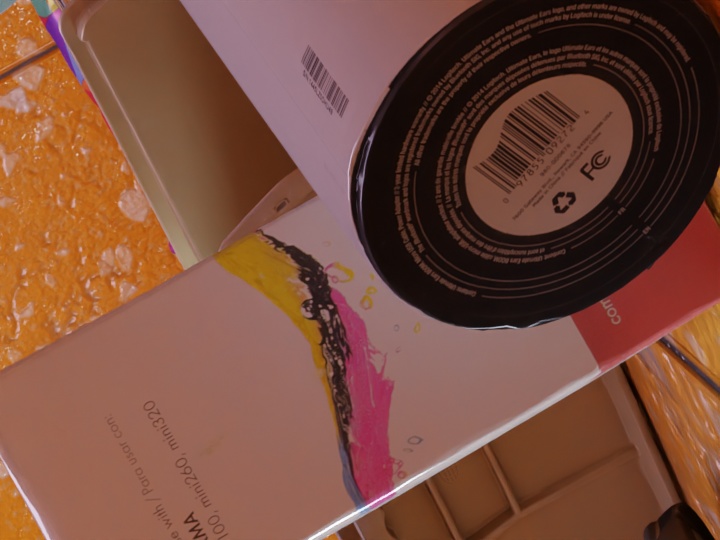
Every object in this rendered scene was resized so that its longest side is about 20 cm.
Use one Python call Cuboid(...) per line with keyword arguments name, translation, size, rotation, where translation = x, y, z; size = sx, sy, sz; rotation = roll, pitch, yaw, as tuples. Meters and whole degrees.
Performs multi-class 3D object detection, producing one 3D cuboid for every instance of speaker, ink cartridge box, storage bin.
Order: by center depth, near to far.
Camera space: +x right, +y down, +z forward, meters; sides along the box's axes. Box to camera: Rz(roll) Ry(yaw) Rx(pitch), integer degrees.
Cuboid(name="speaker", translation=(-0.003, -0.074, 0.593), size=(0.200, 0.081, 0.081), rotation=(55, 173, 49))
Cuboid(name="ink cartridge box", translation=(-0.020, 0.029, 0.647), size=(0.068, 0.200, 0.116), rotation=(60, 175, 4))
Cuboid(name="storage bin", translation=(0.000, 0.000, 0.890), size=(0.199, 0.094, 0.200), rotation=(63, 175, -30))

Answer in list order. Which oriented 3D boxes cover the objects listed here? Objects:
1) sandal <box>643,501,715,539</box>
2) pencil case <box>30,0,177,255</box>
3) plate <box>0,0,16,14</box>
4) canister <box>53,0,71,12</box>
Cuboid(name="sandal", translation=(0.105, 0.137, 0.828), size=(0.082, 0.054, 0.200), rotation=(58, 174, 28))
Cuboid(name="pencil case", translation=(-0.105, -0.107, 1.400), size=(0.200, 0.088, 0.088), rotation=(59, 175, 3))
Cuboid(name="plate", translation=(-0.166, -0.205, 1.206), size=(0.200, 0.025, 0.201), rotation=(-4, -85, -64))
Cuboid(name="canister", translation=(-0.098, -0.146, 1.095), size=(0.200, 0.086, 0.149), rotation=(52, 171, 49))
